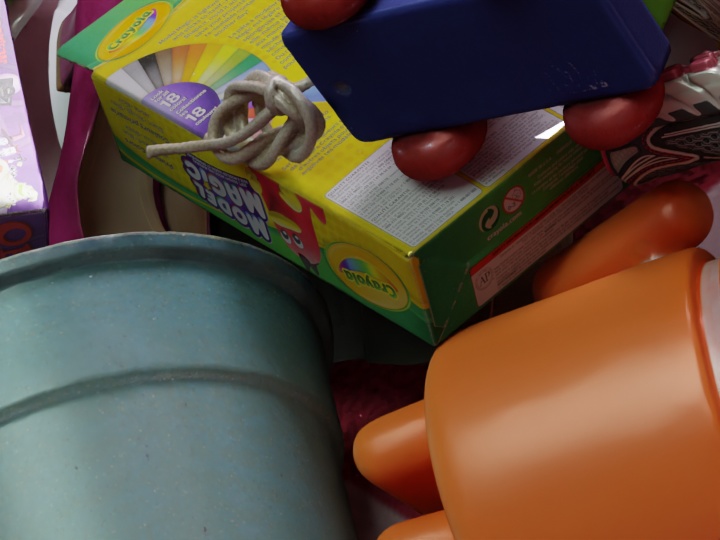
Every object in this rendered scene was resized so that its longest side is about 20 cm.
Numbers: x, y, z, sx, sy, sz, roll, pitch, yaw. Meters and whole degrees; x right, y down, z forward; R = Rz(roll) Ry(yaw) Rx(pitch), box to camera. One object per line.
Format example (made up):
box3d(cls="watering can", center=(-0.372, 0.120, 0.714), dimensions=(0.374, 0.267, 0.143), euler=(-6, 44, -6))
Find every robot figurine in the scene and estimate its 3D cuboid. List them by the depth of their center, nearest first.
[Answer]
box3d(cls="robot figurine", center=(0.099, 0.054, 0.951), dimensions=(0.199, 0.117, 0.144), euler=(-19, 25, 18))

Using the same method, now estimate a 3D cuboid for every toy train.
box3d(cls="toy train", center=(0.021, -0.096, 0.953), dimensions=(0.200, 0.085, 0.116), euler=(-9, 40, 40))

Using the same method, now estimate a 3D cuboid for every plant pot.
box3d(cls="plant pot", center=(-0.076, 0.126, 0.971), dimensions=(0.200, 0.200, 0.196), euler=(-28, 58, 12))

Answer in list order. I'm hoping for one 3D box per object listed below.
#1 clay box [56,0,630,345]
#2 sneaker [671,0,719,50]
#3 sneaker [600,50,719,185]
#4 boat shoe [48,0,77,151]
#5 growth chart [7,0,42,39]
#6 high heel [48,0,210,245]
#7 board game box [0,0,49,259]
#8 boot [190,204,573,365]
box3d(cls="clay box", center=(-0.005, -0.060, 1.025), dimensions=(0.115, 0.048, 0.200), euler=(-38, 45, -23))
box3d(cls="sneaker", center=(0.126, -0.119, 0.998), dimensions=(0.078, 0.200, 0.082), euler=(-61, 8, -5))
box3d(cls="sneaker", center=(0.170, -0.041, 0.916), dimensions=(0.199, 0.081, 0.075), euler=(-2, 98, 25))
box3d(cls="boat shoe", center=(-0.073, -0.118, 1.209), dimensions=(0.068, 0.072, 0.200), euler=(-7, 49, 29))
box3d(cls="growth chart", center=(-0.163, -0.133, 1.260), dimensions=(0.200, 0.018, 0.145), euler=(-4, 52, 58))
box3d(cls="high heel", center=(-0.078, -0.040, 1.083), dimensions=(0.096, 0.067, 0.201), euler=(-46, 51, 51))
box3d(cls="board game box", center=(-0.133, 0.003, 1.080), dimensions=(0.032, 0.200, 0.120), euler=(-5, 50, -8))
box3d(cls="boot", center=(0.000, 0.000, 1.094), dimensions=(0.200, 0.075, 0.074), euler=(8, 106, 50))
